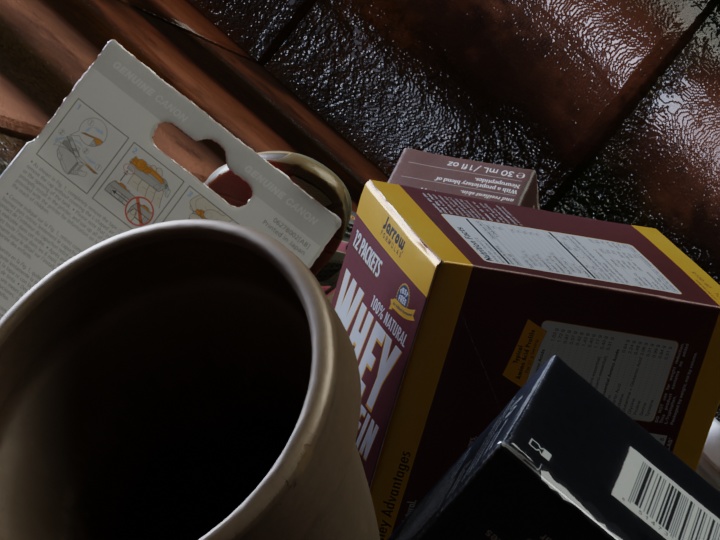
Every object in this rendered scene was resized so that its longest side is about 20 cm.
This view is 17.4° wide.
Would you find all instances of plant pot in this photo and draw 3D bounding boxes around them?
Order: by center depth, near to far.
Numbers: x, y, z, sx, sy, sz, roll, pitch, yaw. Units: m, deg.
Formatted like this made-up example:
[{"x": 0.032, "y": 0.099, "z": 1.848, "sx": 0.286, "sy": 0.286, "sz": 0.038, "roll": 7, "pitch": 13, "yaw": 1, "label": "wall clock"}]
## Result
[{"x": -0.071, "y": 0.107, "z": 1.093, "sx": 0.200, "sy": 0.200, "sz": 0.175, "roll": 47, "pitch": -8, "yaw": 44, "label": "plant pot"}]

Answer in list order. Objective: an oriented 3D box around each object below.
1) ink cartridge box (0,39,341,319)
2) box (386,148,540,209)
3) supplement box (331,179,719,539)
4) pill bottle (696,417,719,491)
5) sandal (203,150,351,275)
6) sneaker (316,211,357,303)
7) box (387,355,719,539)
[{"x": -0.131, "y": 0.008, "z": 1.223, "sx": 0.161, "sy": 0.201, "sz": 0.050, "roll": 38, "pitch": -15, "yaw": -9, "label": "ink cartridge box"}, {"x": 0.043, "y": 0.015, "z": 1.551, "sx": 0.099, "sy": 0.201, "sz": 0.075, "roll": 10, "pitch": -41, "yaw": 18, "label": "box"}, {"x": 0.086, "y": 0.074, "z": 1.377, "sx": 0.199, "sy": 0.199, "sz": 0.133, "roll": 9, "pitch": 18, "yaw": -22, "label": "supplement box"}, {"x": 0.194, "y": 0.195, "z": 1.616, "sx": 0.113, "sy": 0.200, "sz": 0.113, "roll": 45, "pitch": 1, "yaw": -1, "label": "pill bottle"}, {"x": -0.058, "y": -0.021, "z": 1.321, "sx": 0.080, "sy": 0.054, "sz": 0.200, "roll": 32, "pitch": -30, "yaw": -4, "label": "sandal"}, {"x": 0.000, "y": 0.000, "z": 1.445, "sx": 0.080, "sy": 0.198, "sz": 0.087, "roll": -108, "pitch": -172, "yaw": -62, "label": "sneaker"}, {"x": 0.103, "y": 0.189, "z": 1.205, "sx": 0.196, "sy": 0.200, "sz": 0.117, "roll": 40, "pitch": 27, "yaw": 0, "label": "box"}]
